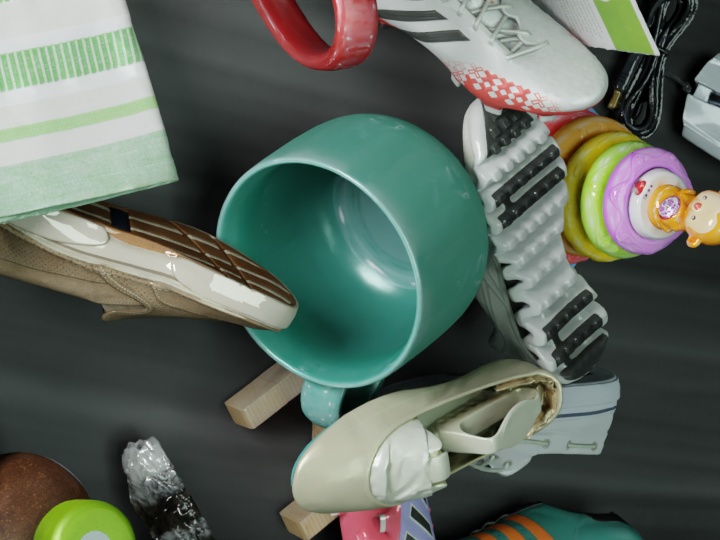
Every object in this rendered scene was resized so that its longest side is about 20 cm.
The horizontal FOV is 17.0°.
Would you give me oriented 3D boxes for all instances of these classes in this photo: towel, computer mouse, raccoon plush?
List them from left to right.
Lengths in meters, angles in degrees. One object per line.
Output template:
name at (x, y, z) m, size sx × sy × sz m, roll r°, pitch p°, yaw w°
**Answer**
towel at (-0.197, -0.132, 1.389) m, size 0.152 × 0.023 × 0.201 m, roll -16°, pitch 89°, yaw -30°
raccoon plush at (-0.139, 0.223, 1.524) m, size 0.134 × 0.097 × 0.201 m, roll -30°, pitch 86°, yaw -9°
computer mouse at (0.264, -0.115, 1.709) m, size 0.199 × 0.044 × 0.110 m, roll 26°, pitch 85°, yaw -34°

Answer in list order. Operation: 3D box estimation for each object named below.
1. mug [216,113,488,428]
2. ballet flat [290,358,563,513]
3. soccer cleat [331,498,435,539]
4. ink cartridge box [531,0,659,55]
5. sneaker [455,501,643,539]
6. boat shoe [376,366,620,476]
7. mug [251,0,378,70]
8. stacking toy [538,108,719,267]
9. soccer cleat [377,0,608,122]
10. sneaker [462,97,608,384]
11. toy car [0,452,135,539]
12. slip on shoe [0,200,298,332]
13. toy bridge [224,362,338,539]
mug at (-0.005, -0.010, 1.507) m, size 0.152 × 0.185 × 0.114 m, roll 47°, pitch 42°, yaw 6°
ballet flat at (0.048, 0.104, 1.501) m, size 0.199 × 0.069 × 0.070 m, roll -24°, pitch 112°, yaw -35°
soccer cleat at (0.029, 0.192, 1.581) m, size 0.076 × 0.067 × 0.202 m, roll -12°, pitch 105°, yaw -35°
ink cartridge box at (0.121, -0.219, 1.501) m, size 0.076 × 0.200 × 0.148 m, roll -38°, pitch 118°, yaw -20°
sneaker at (0.102, 0.205, 1.666) m, size 0.199 × 0.080 × 0.072 m, roll -2°, pitch 118°, yaw -12°
boat shoe at (0.097, 0.108, 1.632) m, size 0.199 × 0.073 × 0.067 m, roll -3°, pitch 102°, yaw -32°
mug at (-0.044, -0.222, 1.396) m, size 0.133 × 0.200 × 0.178 m, roll 27°, pitch 86°, yaw -34°
stacking toy at (0.174, -0.046, 1.572) m, size 0.110 × 0.200 × 0.116 m, roll 43°, pitch 77°, yaw -32°
soccer cleat at (0.066, -0.163, 1.488) m, size 0.069 × 0.199 × 0.085 m, roll -44°, pitch 156°, yaw -29°
sneaker at (0.094, -0.021, 1.553) m, size 0.075 × 0.081 × 0.201 m, roll -32°, pitch 118°, yaw -33°
toy car at (-0.235, 0.093, 1.378) m, size 0.157 × 0.164 × 0.202 m, roll -10°, pitch 92°, yaw -34°
slip on shoe at (-0.137, 0.002, 1.440) m, size 0.199 × 0.076 × 0.061 m, roll 20°, pitch 106°, yaw -14°
toy bridge at (-0.055, 0.075, 1.556) m, size 0.067 × 0.027 × 0.201 m, roll -36°, pitch 117°, yaw -24°
